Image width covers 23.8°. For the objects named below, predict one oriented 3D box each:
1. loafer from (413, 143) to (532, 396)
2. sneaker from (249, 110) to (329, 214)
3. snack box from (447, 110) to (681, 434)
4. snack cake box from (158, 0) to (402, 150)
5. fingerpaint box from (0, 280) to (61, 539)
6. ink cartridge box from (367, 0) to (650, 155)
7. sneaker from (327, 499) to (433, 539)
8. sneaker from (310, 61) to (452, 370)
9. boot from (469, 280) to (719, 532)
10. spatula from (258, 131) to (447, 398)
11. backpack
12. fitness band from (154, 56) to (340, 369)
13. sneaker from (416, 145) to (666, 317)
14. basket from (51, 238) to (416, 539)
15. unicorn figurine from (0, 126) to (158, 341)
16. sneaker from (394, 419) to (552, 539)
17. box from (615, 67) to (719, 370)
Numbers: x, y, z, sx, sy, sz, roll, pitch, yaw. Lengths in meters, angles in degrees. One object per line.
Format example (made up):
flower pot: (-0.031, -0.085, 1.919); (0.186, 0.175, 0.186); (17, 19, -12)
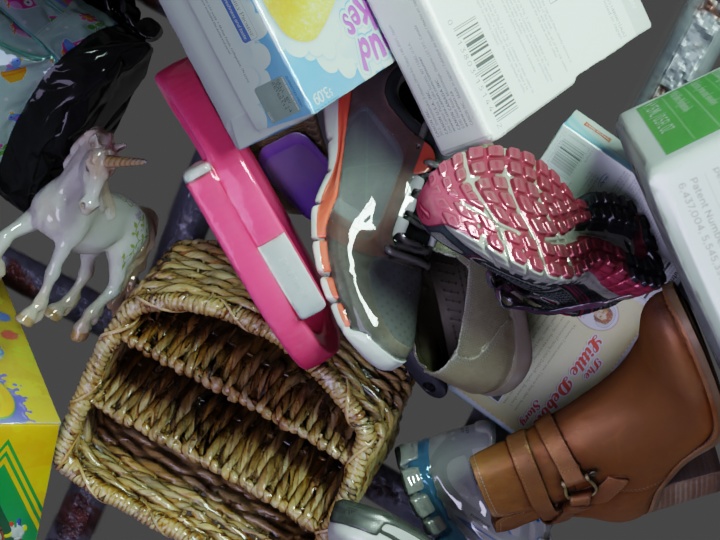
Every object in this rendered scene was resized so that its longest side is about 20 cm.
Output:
loafer: (0.052, -0.020, 1.058); (0.075, 0.068, 0.202); (-27, 74, 40)
sneaker: (-0.035, -0.132, 1.090); (0.071, 0.113, 0.201); (16, 145, 12)
snack box: (0.129, 0.013, 1.091); (0.116, 0.037, 0.201); (36, 118, 7)
snack cake box: (-0.018, -0.163, 0.964); (0.067, 0.200, 0.116); (-20, 103, 42)
fingerpaint box: (-0.279, 0.119, 1.203); (0.073, 0.200, 0.168); (2, 119, -27)
ink cartridge box: (0.068, -0.191, 0.972); (0.045, 0.176, 0.201); (-15, 105, 47)
sneaker: (0.013, 0.236, 1.076); (0.075, 0.116, 0.201); (13, 148, 32)
sneaker: (0.023, -0.043, 1.001); (0.081, 0.077, 0.202); (-14, 66, 28)
boot: (0.140, 0.092, 1.046); (0.154, 0.077, 0.201); (-12, 145, 3)
spatula: (0.000, 0.000, 1.091); (0.056, 0.021, 0.201); (-19, 105, 46)
backpack: (-0.251, -0.148, 1.125); (0.200, 0.127, 0.167); (39, 122, 6)
fitness band: (-0.066, -0.033, 1.019); (0.037, 0.144, 0.201); (-28, 107, 1)
sneaker: (0.097, -0.009, 0.971); (0.074, 0.199, 0.081); (-30, 59, 30)
basket: (-0.080, 0.090, 1.120); (0.199, 0.149, 0.143); (29, 137, 9)
unicorn figurine: (-0.183, -0.026, 1.114); (0.074, 0.200, 0.138); (33, 93, 5)
sneaker: (0.104, 0.189, 1.153); (0.086, 0.075, 0.201); (-27, 106, 10)
box: (0.257, -0.018, 0.920); (0.170, 0.199, 0.201); (-24, 100, 9)
